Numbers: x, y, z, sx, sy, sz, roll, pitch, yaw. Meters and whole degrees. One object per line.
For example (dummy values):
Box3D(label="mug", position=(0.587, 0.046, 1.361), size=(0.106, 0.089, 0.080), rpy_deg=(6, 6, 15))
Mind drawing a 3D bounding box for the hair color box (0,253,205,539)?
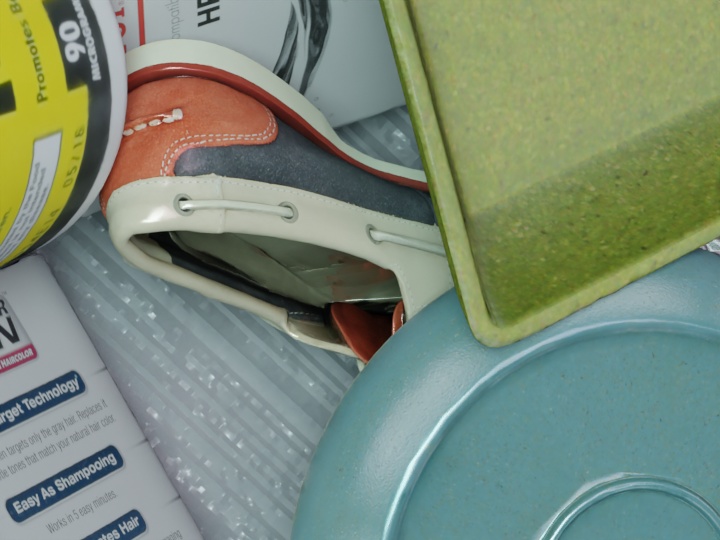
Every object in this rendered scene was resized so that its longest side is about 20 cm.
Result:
Box3D(label="hair color box", position=(-0.090, 0.103, 0.775), size=(0.200, 0.060, 0.100), rpy_deg=(60, 28, 2))

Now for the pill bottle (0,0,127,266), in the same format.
Box3D(label="pill bottle", position=(-0.155, -0.034, 0.666), size=(0.115, 0.114, 0.200), rpy_deg=(57, 31, 1))

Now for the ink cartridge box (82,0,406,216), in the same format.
Box3D(label="ink cartridge box", position=(-0.047, -0.091, 0.810), size=(0.199, 0.116, 0.068), rpy_deg=(-20, 56, -16))

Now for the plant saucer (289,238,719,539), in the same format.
Box3D(label="plant saucer", position=(0.078, 0.091, 0.776), size=(0.199, 0.027, 0.201), rpy_deg=(-1, 94, -12))

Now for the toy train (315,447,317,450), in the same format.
Box3D(label="toy train", position=(0.075, 0.105, 0.832), size=(0.199, 0.087, 0.115), rpy_deg=(13, 86, -14))

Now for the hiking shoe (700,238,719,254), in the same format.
Box3D(label="hiking shoe", position=(0.141, -0.022, 0.853), size=(0.200, 0.076, 0.101), rpy_deg=(26, 62, 23))

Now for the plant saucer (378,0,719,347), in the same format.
Box3D(label="plant saucer", position=(0.075, -0.107, 0.764), size=(0.200, 0.048, 0.200), rpy_deg=(-26, 111, -28))

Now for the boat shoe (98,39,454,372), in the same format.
Box3D(label="boat shoe", position=(0.000, 0.000, 0.803), size=(0.200, 0.071, 0.063), rpy_deg=(30, 43, -38))
